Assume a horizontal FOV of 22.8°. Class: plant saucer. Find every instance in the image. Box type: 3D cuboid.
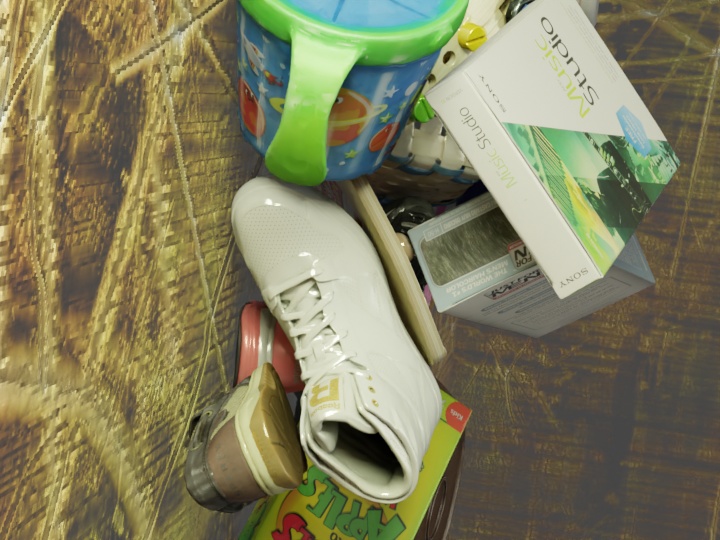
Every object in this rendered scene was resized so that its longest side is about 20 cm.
[{"bbox_3d":[0.046,0.182,1.391,0.200,0.034,0.202,12,90,-76],"label":"plant saucer"}]

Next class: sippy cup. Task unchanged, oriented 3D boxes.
[{"bbox_3d":[-0.015,-0.127,1.027,0.177,0.140,0.131,-29,150,-35],"label":"sippy cup"}]

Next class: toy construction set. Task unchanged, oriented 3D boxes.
[{"bbox_3d":[0.056,-0.178,1.192,0.131,0.200,0.092,45,6,-36],"label":"toy construction set"}]

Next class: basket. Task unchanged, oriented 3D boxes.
[{"bbox_3d":[0.027,-0.124,1.349,0.200,0.138,0.178,2,-98,64],"label":"basket"}]

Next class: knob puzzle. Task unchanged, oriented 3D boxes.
[{"bbox_3d":[0.007,-0.024,1.159,0.220,0.030,0.220,58,-12,19],"label":"knob puzzle"}]

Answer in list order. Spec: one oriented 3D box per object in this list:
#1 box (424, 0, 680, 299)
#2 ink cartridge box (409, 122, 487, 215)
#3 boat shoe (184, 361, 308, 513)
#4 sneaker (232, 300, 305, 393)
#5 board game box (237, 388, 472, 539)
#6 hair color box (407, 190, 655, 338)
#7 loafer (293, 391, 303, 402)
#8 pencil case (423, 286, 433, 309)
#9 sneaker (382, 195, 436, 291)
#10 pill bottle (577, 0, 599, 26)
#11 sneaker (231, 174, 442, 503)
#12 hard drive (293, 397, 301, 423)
[{"bbox_3d":[0.123,-0.085,1.091,0.145,0.036,0.200,55,33,-7],"label":"box"},{"bbox_3d":[0.062,-0.101,1.426,0.043,0.199,0.198,7,91,-44],"label":"ink cartridge box"},{"bbox_3d":[-0.070,0.099,1.044,0.200,0.064,0.074,73,-3,-88],"label":"boat shoe"},{"bbox_3d":[-0.029,0.046,1.221,0.200,0.086,0.074,-58,156,-73],"label":"sneaker"},{"bbox_3d":[-0.010,0.155,1.224,0.048,0.101,0.201,-39,-160,57],"label":"board game box"},{"bbox_3d":[0.118,-0.008,1.189,0.200,0.099,0.061,15,51,-66],"label":"hair color box"},{"bbox_3d":[0.002,0.118,1.376,0.076,0.067,0.200,57,-3,40],"label":"loafer"},{"bbox_3d":[0.020,0.089,1.683,0.083,0.086,0.201,-41,-152,49],"label":"pencil case"},{"bbox_3d":[0.000,0.000,1.363,0.200,0.073,0.080,126,-31,-49],"label":"sneaker"},{"bbox_3d":[0.094,-0.257,1.409,0.114,0.198,0.115,8,90,-82],"label":"pill bottle"},{"bbox_3d":[-0.016,0.043,1.061,0.201,0.073,0.116,55,20,-16],"label":"sneaker"},{"bbox_3d":[-0.034,0.153,1.500,0.140,0.038,0.202,70,29,-74],"label":"hard drive"}]
